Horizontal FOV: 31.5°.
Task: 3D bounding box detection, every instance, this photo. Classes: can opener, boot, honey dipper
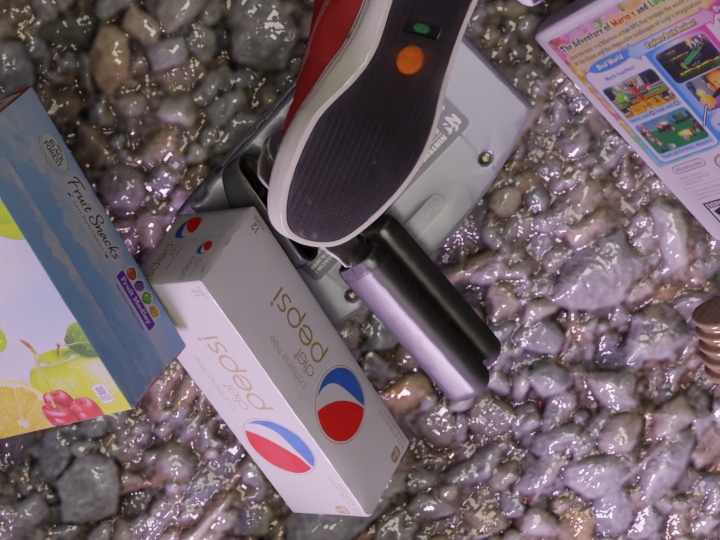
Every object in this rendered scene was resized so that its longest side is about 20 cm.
[{"bbox_3d":[0.000,0.000,0.759,0.066,0.054,0.200,-26,114,40],"label":"can opener"},{"bbox_3d":[-0.009,-0.124,0.697,0.072,0.144,0.202,15,110,-30],"label":"boot"},{"bbox_3d":[0.260,0.113,0.852,0.037,0.038,0.202,-18,111,3],"label":"honey dipper"}]

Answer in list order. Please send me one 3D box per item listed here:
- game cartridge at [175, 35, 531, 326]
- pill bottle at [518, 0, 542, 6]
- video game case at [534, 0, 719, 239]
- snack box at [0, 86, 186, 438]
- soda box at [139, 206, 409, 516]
[{"bbox_3d":[0.001,-0.061,0.772,0.133,0.041,0.200,43,102,-13],"label":"game cartridge"},{"bbox_3d":[0.141,-0.242,0.681,0.199,0.106,0.107,-35,108,8],"label":"pill bottle"},{"bbox_3d":[0.218,-0.104,0.705,0.182,0.199,0.024,44,61,-16],"label":"video game case"},{"bbox_3d":[-0.222,0.009,0.719,0.198,0.068,0.170,-14,113,33],"label":"snack box"},{"bbox_3d":[-0.051,0.059,0.763,0.067,0.064,0.201,-4,130,39],"label":"soda box"}]
